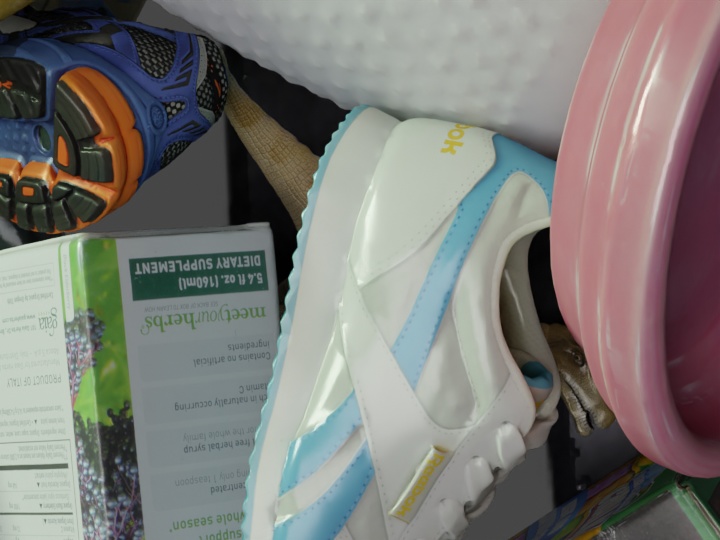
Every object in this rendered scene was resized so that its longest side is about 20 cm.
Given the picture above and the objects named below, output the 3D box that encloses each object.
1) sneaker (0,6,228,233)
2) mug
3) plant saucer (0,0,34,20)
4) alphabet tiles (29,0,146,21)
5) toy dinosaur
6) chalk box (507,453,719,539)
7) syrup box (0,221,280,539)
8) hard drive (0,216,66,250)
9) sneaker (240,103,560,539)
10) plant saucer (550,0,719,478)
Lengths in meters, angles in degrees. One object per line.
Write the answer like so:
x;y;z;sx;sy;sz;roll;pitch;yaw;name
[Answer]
-0.118;-0.056;0.786;0.200;0.078;0.076;16;122;46;sneaker
0.029;-0.132;0.723;0.175;0.148;0.200;31;146;6;mug
-0.114;-0.177;0.758;0.048;0.200;0.201;14;101;-21;plant saucer
-0.113;-0.206;0.841;0.167;0.008;0.201;33;109;10;alphabet tiles
0.000;0.000;0.817;0.200;0.058;0.101;39;112;-19;toy dinosaur
0.109;0.133;0.782;0.200;0.124;0.125;-34;89;19;chalk box
-0.071;0.089;0.762;0.081;0.078;0.201;-9;86;51;syrup box
-0.195;-0.016;0.892;0.139;0.033;0.200;-32;90;20;hard drive
0.015;0.054;0.711;0.080;0.076;0.201;12;100;15;sneaker
0.117;-0.039;0.701;0.051;0.200;0.201;21;107;30;plant saucer
